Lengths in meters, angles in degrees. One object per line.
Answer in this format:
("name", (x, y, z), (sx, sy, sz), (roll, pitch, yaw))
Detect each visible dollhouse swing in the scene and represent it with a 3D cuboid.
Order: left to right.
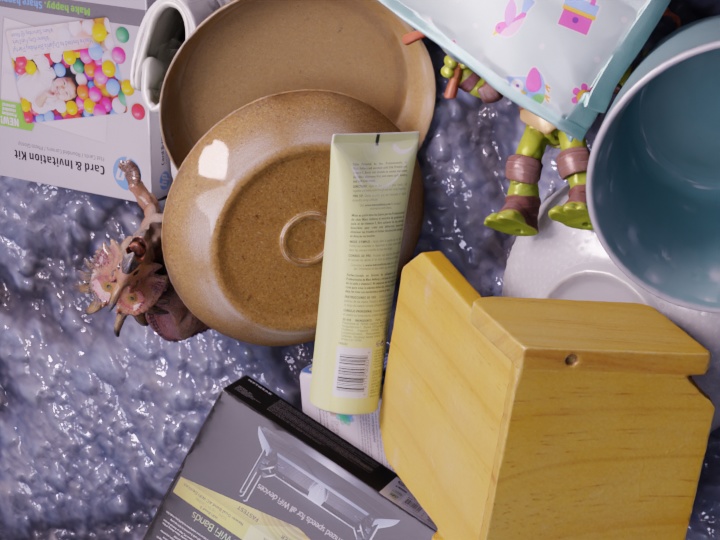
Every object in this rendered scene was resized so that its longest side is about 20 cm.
("dollhouse swing", (0.122, 0.096, 1.684), (0.180, 0.176, 0.201), (2, 118, -12))

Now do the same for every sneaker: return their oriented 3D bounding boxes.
("sneaker", (-0.132, -0.120, 1.821), (0.073, 0.115, 0.202), (17, 116, 24))

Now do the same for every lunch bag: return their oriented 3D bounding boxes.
("lunch bag", (0.118, -0.200, 1.596), (0.200, 0.122, 0.171), (39, 102, 30))

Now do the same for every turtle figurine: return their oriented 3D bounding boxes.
("turtle figurine", (0.122, -0.107, 1.682), (0.198, 0.064, 0.163), (0, 74, 19))

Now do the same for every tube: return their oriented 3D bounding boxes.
("tube", (0.000, 0.000, 1.738), (0.051, 0.058, 0.202), (10, 106, 10))

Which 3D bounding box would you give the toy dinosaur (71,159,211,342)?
("toy dinosaur", (-0.144, 0.010, 1.832), (0.085, 0.136, 0.200), (4, 147, 30))

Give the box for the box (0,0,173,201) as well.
("box", (-0.216, -0.163, 1.905), (0.155, 0.041, 0.202), (12, 113, 29))

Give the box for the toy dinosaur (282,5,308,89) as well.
("toy dinosaur", (-0.061, -0.229, 1.773), (0.102, 0.077, 0.201), (27, 140, 65))

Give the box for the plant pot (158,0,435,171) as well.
("plant pot", (-0.046, -0.124, 1.754), (0.198, 0.028, 0.201), (-5, 127, -7))

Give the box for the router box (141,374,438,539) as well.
("router box", (-0.046, 0.197, 1.786), (0.199, 0.052, 0.158), (33, 108, 10))

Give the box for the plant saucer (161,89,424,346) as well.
("plant saucer", (-0.042, -0.029, 1.758), (0.035, 0.199, 0.202), (-128, 42, -59))

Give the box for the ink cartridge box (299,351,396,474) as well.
("ink cartridge box", (0.060, 0.139, 1.809), (0.199, 0.076, 0.138), (8, 111, 32))

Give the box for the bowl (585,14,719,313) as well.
("bowl", (0.240, -0.084, 1.579), (0.199, 0.105, 0.202), (0, 123, -1))

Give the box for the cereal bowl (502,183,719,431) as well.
("cereal bowl", (0.181, 0.033, 1.695), (0.199, 0.083, 0.202), (10, 110, 29))
